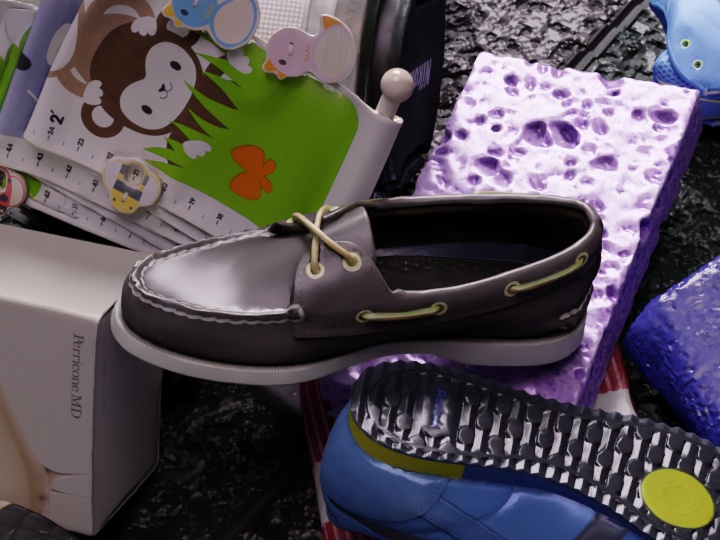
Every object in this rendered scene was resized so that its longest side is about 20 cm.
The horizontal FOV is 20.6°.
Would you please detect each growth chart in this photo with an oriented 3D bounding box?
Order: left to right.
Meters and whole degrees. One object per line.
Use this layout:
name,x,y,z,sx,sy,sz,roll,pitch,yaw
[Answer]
growth chart,-0.084,-0.059,0.831,0.198,0.146,0.018,18,29,6

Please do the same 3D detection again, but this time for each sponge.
sponge,0.070,-0.009,0.881,0.110,0.030,0.201,13,55,20

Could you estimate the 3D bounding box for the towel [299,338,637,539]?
towel,0.053,0.094,0.836,0.142,0.023,0.201,-12,51,0

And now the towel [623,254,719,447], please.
towel,0.219,0.062,0.815,0.147,0.050,0.201,-32,58,-7

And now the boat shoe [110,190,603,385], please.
boat shoe,0.000,0.000,0.792,0.199,0.061,0.072,-3,42,-17

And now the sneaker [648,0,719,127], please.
sneaker,0.202,-0.081,0.930,0.104,0.076,0.201,-30,54,7

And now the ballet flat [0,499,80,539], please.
ballet flat,-0.110,0.159,0.772,0.200,0.067,0.057,42,31,28

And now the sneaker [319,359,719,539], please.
sneaker,0.080,0.100,0.781,0.198,0.079,0.066,16,37,4

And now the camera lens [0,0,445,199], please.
camera lens,-0.068,-0.099,0.908,0.198,0.161,0.161,7,54,12

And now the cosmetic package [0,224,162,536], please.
cosmetic package,-0.188,0.034,0.848,0.198,0.105,0.073,11,24,16

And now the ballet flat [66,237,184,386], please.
ballet flat,-0.159,0.009,0.909,0.198,0.068,0.064,11,29,13
